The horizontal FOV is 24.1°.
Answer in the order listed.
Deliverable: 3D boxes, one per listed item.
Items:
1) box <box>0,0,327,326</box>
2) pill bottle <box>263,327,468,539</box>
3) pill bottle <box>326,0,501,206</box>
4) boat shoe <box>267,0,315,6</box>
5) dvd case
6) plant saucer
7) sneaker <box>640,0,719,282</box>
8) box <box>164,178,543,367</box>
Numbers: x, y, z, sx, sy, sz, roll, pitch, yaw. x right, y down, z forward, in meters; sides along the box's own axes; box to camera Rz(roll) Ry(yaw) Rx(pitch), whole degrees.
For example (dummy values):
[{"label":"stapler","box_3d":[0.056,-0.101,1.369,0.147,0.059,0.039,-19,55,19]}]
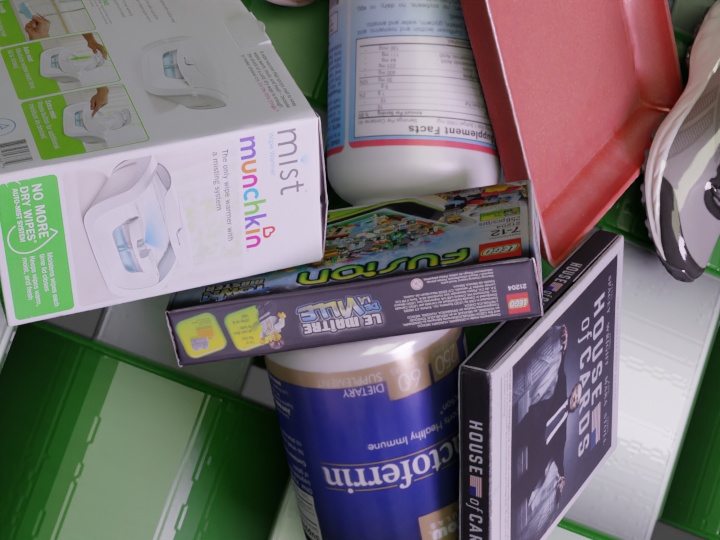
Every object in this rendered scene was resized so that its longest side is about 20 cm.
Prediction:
[{"label":"box","box_3d":[-0.132,-0.079,0.930,0.175,0.200,0.097,-12,126,-17]},{"label":"pill bottle","box_3d":[0.016,0.107,0.976,0.115,0.116,0.202,-19,114,-16]},{"label":"pill bottle","box_3d":[0.033,-0.101,1.030,0.108,0.109,0.202,2,86,-15]},{"label":"boat shoe","box_3d":[-0.070,-0.235,0.996,0.200,0.071,0.076,45,37,-39]},{"label":"dvd case","box_3d":[0.108,0.081,0.985,0.200,0.025,0.152,-38,132,-52]},{"label":"plant saucer","box_3d":[0.129,-0.137,1.031,0.200,0.036,0.201,-44,129,-41]},{"label":"sneaker","box_3d":[0.240,-0.088,1.089,0.074,0.079,0.202,32,76,-50]},{"label":"box","box_3d":[0.000,0.000,0.927,0.198,0.110,0.035,-9,114,8]}]
